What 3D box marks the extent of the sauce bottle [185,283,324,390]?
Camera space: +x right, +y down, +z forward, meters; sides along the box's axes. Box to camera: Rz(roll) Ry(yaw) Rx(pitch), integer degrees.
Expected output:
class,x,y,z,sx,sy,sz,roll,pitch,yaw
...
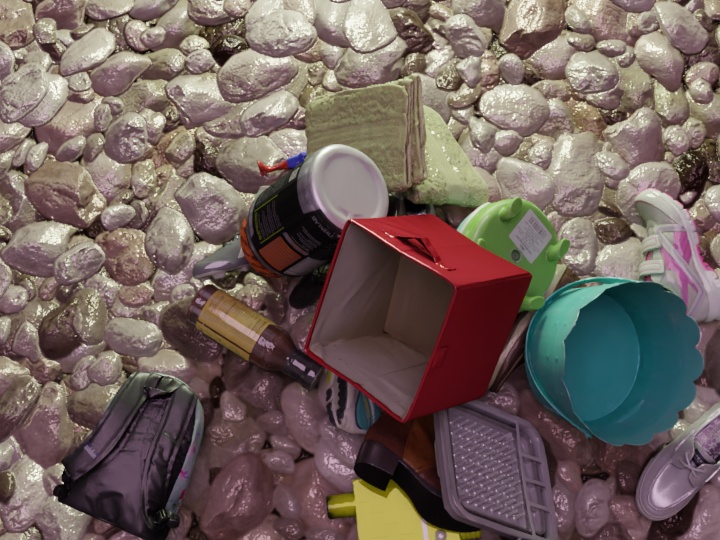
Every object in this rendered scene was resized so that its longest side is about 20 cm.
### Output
class,x,y,z,sx,sy,sz,roll,pitch,yaw
sauce bottle,-0.139,0.093,1.538,0.198,0.065,0.065,33,78,9

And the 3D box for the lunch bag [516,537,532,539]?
class,x,y,z,sx,sy,sz,roll,pitch,yaw
lunch bag,0.197,0.434,1.373,0.137,0.168,0.203,17,76,7

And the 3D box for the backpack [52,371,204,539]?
class,x,y,z,sx,sy,sz,roll,pitch,yaw
backpack,-0.283,0.230,1.476,0.165,0.127,0.203,23,76,-3

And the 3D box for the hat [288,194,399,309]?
class,x,y,z,sx,sy,sz,roll,pitch,yaw
hat,0.000,0.000,1.487,0.081,0.200,0.201,45,80,-13

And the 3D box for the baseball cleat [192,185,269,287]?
class,x,y,z,sx,sy,sz,roll,pitch,yaw
baseball cleat,-0.147,-0.054,1.557,0.197,0.070,0.108,-20,95,-25

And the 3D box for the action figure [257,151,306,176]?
class,x,y,z,sx,sy,sz,roll,pitch,yaw
action figure,-0.044,-0.164,1.589,0.197,0.099,0.066,-19,75,-5

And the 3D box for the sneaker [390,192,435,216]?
class,x,y,z,sx,sy,sz,roll,pitch,yaw
sneaker,0.078,-0.036,1.550,0.073,0.087,0.203,-14,76,-3

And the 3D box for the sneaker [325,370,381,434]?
class,x,y,z,sx,sy,sz,roll,pitch,yaw
sneaker,-0.001,0.120,1.529,0.079,0.077,0.203,15,66,-28

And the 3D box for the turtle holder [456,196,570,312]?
class,x,y,z,sx,sy,sz,roll,pitch,yaw
turtle holder,0.174,0.001,1.491,0.139,0.131,0.189,16,82,-25

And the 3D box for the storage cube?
class,x,y,z,sx,sy,sz,roll,pitch,yaw
storage cube,0.070,0.048,1.358,0.170,0.179,0.203,32,112,31

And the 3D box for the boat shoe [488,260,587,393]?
class,x,y,z,sx,sy,sz,roll,pitch,yaw
boat shoe,0.236,0.084,1.518,0.074,0.075,0.204,34,78,5

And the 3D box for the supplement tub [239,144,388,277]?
class,x,y,z,sx,sy,sz,roll,pitch,yaw
supplement tub,-0.064,-0.067,1.437,0.121,0.199,0.125,14,65,-32

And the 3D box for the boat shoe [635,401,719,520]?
class,x,y,z,sx,sy,sz,roll,pitch,yaw
boat shoe,0.433,0.240,1.466,0.199,0.069,0.072,-38,76,-8

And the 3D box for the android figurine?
class,x,y,z,sx,sy,sz,roll,pitch,yaw
android figurine,0.056,0.326,1.477,0.196,0.041,0.185,-5,74,3

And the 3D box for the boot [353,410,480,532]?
class,x,y,z,sx,sy,sz,roll,pitch,yaw
boot,0.103,0.219,1.480,0.186,0.069,0.201,25,50,5

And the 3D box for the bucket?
class,x,y,z,sx,sy,sz,roll,pitch,yaw
bucket,0.311,0.111,1.442,0.203,0.135,0.211,0,89,-18

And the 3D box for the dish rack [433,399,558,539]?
class,x,y,z,sx,sy,sz,roll,pitch,yaw
dish rack,0.161,0.252,1.424,0.043,0.198,0.174,-31,47,35

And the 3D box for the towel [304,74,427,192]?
class,x,y,z,sx,sy,sz,roll,pitch,yaw
towel,0.004,-0.166,1.490,0.198,0.036,0.151,-7,79,39

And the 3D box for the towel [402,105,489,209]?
class,x,y,z,sx,sy,sz,roll,pitch,yaw
towel,0.082,-0.163,1.549,0.146,0.037,0.202,1,48,-37

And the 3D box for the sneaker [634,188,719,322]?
class,x,y,z,sx,sy,sz,roll,pitch,yaw
sneaker,0.411,-0.014,1.531,0.087,0.081,0.203,-22,74,-5
